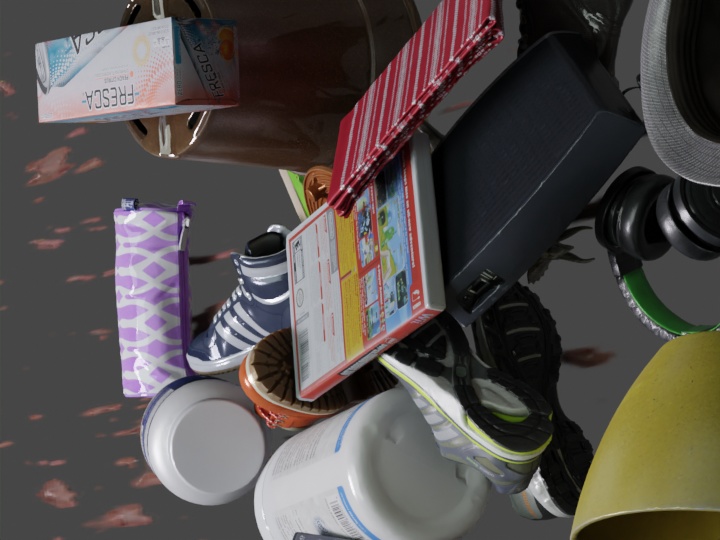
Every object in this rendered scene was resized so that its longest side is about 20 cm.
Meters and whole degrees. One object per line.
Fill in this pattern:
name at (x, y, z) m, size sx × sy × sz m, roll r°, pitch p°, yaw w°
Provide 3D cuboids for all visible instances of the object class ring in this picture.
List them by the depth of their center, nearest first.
ring at (0.011, 0.002, 1.602) m, size 0.200 × 0.019 × 0.201 m, roll 48°, pitch 162°, yaw 22°

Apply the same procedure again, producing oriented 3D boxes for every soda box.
soda box at (-0.177, -0.154, 1.526) m, size 0.200 × 0.063 × 0.069 m, roll -1°, pitch 91°, yaw 49°

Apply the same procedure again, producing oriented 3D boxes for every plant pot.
plant pot at (0.247, 0.124, 1.308) m, size 0.200 × 0.200 × 0.142 m, roll -21°, pitch 53°, yaw 49°
plant pot at (-0.083, -0.169, 1.616) m, size 0.200 × 0.198 × 0.201 m, roll 3°, pitch 94°, yaw 50°

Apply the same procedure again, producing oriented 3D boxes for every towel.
towel at (0.043, -0.141, 1.448) m, size 0.200 × 0.022 × 0.145 m, roll -48°, pitch 18°, yaw 27°

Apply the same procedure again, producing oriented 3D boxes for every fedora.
fedora at (0.277, -0.151, 1.299) m, size 0.177 × 0.090 × 0.201 m, roll -2°, pitch 86°, yaw 49°

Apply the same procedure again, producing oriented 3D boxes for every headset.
headset at (0.233, -0.047, 1.396) m, size 0.123 × 0.094 × 0.201 m, roll -2°, pitch 107°, yaw 51°

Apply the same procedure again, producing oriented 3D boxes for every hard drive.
hard drive at (0.107, -0.071, 1.415) m, size 0.200 × 0.042 × 0.135 m, roll -49°, pitch 41°, yaw 22°

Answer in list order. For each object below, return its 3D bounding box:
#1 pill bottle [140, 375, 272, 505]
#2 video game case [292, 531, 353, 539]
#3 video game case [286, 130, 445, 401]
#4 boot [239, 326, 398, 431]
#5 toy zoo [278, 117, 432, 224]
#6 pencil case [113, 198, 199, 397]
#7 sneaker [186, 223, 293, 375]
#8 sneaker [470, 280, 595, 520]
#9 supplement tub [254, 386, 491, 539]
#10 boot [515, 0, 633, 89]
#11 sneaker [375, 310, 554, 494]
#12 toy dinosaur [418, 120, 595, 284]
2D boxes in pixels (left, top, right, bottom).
pill bottle at (-0.137, 0.151, 1.746) m, size 0.200 × 0.111 × 0.111 m, roll 175°, pitch 91°, yaw -80°
video game case at (0.059, 0.256, 1.536) m, size 0.200 × 0.143 × 0.019 m, roll 4°, pitch 58°, yaw 36°
video game case at (0.000, 0.000, 1.485) m, size 0.200 × 0.017 × 0.143 m, roll -38°, pitch 50°, yaw 52°
boot at (-0.058, 0.101, 1.618) m, size 0.107 × 0.200 × 0.075 m, roll -28°, pitch 74°, yaw 24°
toy zoo at (0.000, -0.109, 1.690) m, size 0.200 × 0.020 × 0.131 m, roll -46°, pitch 59°, yaw 42°
pencil case at (-0.192, 0.028, 1.892) m, size 0.085 × 0.084 × 0.201 m, roll 0°, pitch 94°, yaw 27°
sneaker at (-0.100, 0.026, 1.758) m, size 0.200 × 0.070 × 0.109 m, roll -16°, pitch 107°, yaw 43°
sneaker at (0.120, 0.101, 1.526) m, size 0.079 × 0.074 × 0.201 m, roll -31°, pitch 70°, yaw 52°
supplement tub at (0.008, 0.176, 1.595) m, size 0.200 × 0.132 × 0.132 m, roll -30°, pitch 70°, yaw 60°
boot at (0.131, -0.178, 1.490) m, size 0.200 × 0.069 × 0.175 m, roll 26°, pitch 112°, yaw 44°
sneaker at (0.065, 0.098, 1.481) m, size 0.200 × 0.074 × 0.081 m, roll 44°, pitch 143°, yaw 38°
toy dinosaur at (0.092, -0.047, 1.540) m, size 0.200 × 0.102 × 0.077 m, roll -122°, pitch 29°, yaw -43°
